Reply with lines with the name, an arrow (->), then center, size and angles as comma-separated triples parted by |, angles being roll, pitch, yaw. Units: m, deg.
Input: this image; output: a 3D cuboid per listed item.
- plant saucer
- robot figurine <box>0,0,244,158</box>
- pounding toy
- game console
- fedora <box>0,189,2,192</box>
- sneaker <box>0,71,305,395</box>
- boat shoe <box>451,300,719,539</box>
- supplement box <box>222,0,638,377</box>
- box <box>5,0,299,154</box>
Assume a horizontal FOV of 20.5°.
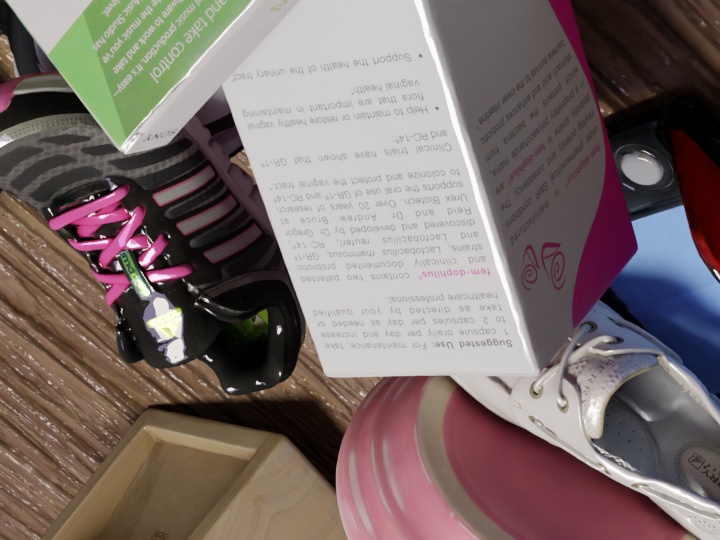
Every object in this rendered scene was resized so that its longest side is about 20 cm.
plant saucer -> 0.090, 0.103, 0.935 | 0.200, 0.201, 0.051 | 26, 131, 5
robot figurine -> -0.086, -0.123, 0.832 | 0.150, 0.125, 0.200 | 32, 146, 14
pounding toy -> -0.071, 0.177, 1.178 | 0.184, 0.200, 0.142 | 5, 141, 53
game console -> 0.160, 0.037, 0.864 | 0.200, 0.119, 0.172 | 46, 142, -22
fedora -> -0.248, -0.069, 1.022 | 0.092, 0.201, 0.201 | -27, 123, 14
sneaker -> -0.083, -0.008, 0.818 | 0.074, 0.088, 0.200 | -21, 144, 27
boat shoe -> 0.110, 0.052, 0.890 | 0.200, 0.071, 0.069 | 32, 174, 11
supplement box -> 0.020, -0.069, 0.744 | 0.103, 0.101, 0.200 | -4, 115, 35
box -> -0.088, -0.161, 0.673 | 0.144, 0.036, 0.200 | -43, 76, 27
